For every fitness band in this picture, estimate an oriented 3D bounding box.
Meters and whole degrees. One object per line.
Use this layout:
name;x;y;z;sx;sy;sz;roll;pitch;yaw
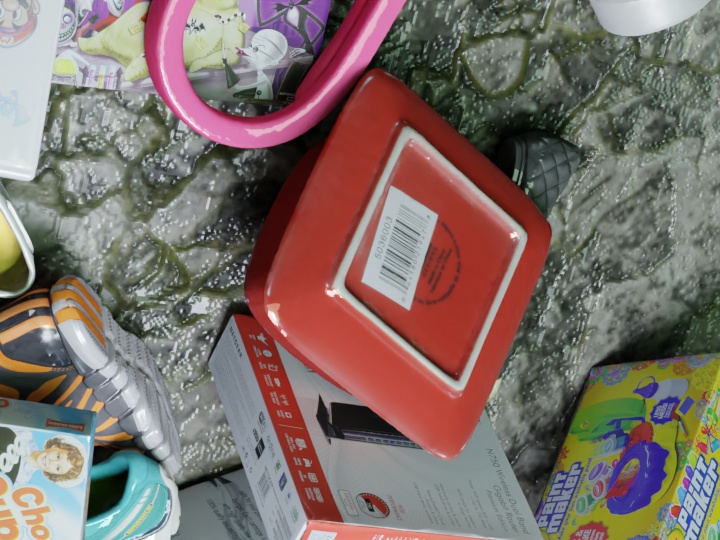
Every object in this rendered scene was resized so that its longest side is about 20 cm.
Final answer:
fitness band;-0.051;-0.173;1.657;0.143;0.037;0.200;30;94;-30

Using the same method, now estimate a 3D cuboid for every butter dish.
butter dish;0.000;0.000;1.724;0.199;0.148;0.200;40;61;-31

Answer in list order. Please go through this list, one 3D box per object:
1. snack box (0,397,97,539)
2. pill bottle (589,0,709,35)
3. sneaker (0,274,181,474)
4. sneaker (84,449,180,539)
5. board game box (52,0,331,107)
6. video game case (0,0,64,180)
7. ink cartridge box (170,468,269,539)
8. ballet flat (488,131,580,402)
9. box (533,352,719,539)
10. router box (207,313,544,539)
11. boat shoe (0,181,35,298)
snack box;-0.233;0.174;1.648;0.116;0.037;0.200;8;116;-1
pill bottle;0.161;-0.259;1.705;0.114;0.114;0.200;-33;121;-9
sneaker;-0.197;0.081;1.713;0.112;0.078;0.200;-21;137;10
sneaker;-0.218;0.168;1.708;0.200;0.078;0.080;-24;146;1
board game box;-0.115;-0.171;1.666;0.200;0.032;0.120;4;105;-26
video game case;-0.276;-0.160;1.551;0.200;0.024;0.183;10;87;-20
ink cartridge box;-0.084;0.211;1.769;0.200;0.147;0.083;-18;121;-16
ballet flat;0.109;0.002;1.816;0.057;0.066;0.200;7;107;-20
box;0.228;0.200;1.870;0.193;0.122;0.200;50;48;-32
router box;0.008;0.121;1.742;0.179;0.200;0.049;9;126;-28
boat shoe;-0.263;-0.058;1.608;0.075;0.086;0.202;-35;121;-8
